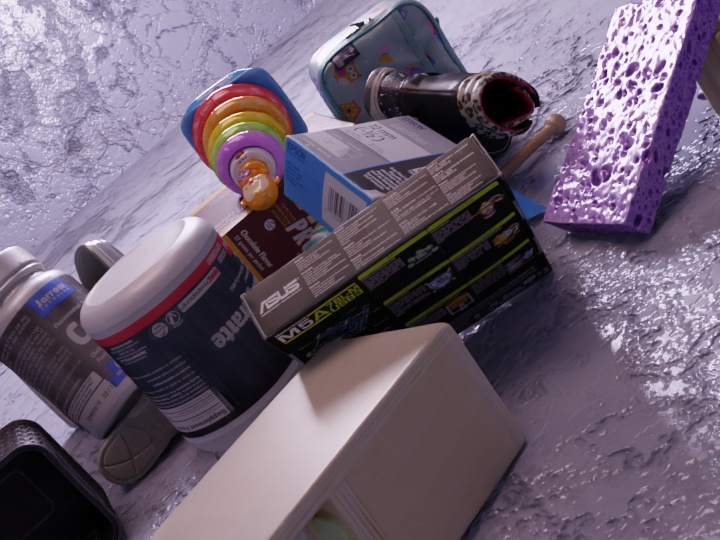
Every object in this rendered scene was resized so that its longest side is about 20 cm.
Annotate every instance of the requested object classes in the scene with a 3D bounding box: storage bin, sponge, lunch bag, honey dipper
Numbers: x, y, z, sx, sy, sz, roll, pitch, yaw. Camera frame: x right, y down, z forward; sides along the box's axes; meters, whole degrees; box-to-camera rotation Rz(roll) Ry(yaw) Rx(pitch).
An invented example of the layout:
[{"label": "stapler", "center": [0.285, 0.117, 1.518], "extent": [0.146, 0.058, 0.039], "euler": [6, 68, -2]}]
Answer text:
[{"label": "storage bin", "center": [-0.338, 0.253, 0.977], "extent": [0.200, 0.135, 0.094], "euler": [-43, 20, -13]}, {"label": "sponge", "center": [0.218, -0.127, 0.854], "extent": [0.112, 0.030, 0.201], "euler": [10, 80, 67]}, {"label": "lunch bag", "center": [0.048, -0.205, 1.212], "extent": [0.160, 0.200, 0.077], "euler": [-36, 21, 1]}, {"label": "honey dipper", "center": [0.139, -0.091, 1.053], "extent": [0.200, 0.038, 0.038], "euler": [-41, 19, -20]}]

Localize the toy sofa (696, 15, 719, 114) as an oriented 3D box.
[{"label": "toy sofa", "center": [0.356, -0.221, 0.873], "extent": [0.200, 0.083, 0.098], "euler": [-39, 20, -2]}]

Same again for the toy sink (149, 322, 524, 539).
[{"label": "toy sink", "center": [-0.009, 0.143, 0.675], "extent": [0.130, 0.112, 0.200], "euler": [-15, 25, 49]}]

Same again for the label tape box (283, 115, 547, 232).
[{"label": "label tape box", "center": [0.052, -0.084, 0.946], "extent": [0.200, 0.066, 0.143], "euler": [-16, 35, -29]}]

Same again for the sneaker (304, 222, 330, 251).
[{"label": "sneaker", "center": [0.000, 0.000, 0.967], "extent": [0.080, 0.077, 0.200], "euler": [-57, 26, 8]}]

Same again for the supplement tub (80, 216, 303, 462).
[{"label": "supplement tub", "center": [-0.132, 0.066, 0.928], "extent": [0.140, 0.200, 0.140], "euler": [-34, 20, 14]}]

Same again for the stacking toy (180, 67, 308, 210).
[{"label": "stacking toy", "center": [-0.112, -0.114, 1.072], "extent": [0.116, 0.110, 0.200], "euler": [-34, 31, 9]}]

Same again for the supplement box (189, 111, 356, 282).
[{"label": "supplement box", "center": [-0.067, -0.061, 1.198], "extent": [0.197, 0.133, 0.200], "euler": [-41, 19, -5]}]

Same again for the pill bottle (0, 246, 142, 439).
[{"label": "pill bottle", "center": [-0.309, 0.072, 1.100], "extent": [0.114, 0.200, 0.114], "euler": [-52, -4, -5]}]

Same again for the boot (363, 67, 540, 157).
[{"label": "boot", "center": [0.121, -0.149, 1.051], "extent": [0.154, 0.203, 0.074], "euler": [11, 88, 47]}]

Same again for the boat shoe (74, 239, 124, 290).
[{"label": "boat shoe", "center": [-0.230, 0.038, 1.174], "extent": [0.074, 0.202, 0.065], "euler": [-42, 9, 46]}]

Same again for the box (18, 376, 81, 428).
[{"label": "box", "center": [-0.320, 0.113, 1.272], "extent": [0.109, 0.128, 0.200], "euler": [-50, 22, -28]}]

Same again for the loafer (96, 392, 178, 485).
[{"label": "loafer", "center": [-0.196, 0.134, 1.101], "extent": [0.200, 0.072, 0.063], "euler": [-45, 12, -10]}]

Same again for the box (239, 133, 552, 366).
[{"label": "box", "center": [0.036, 0.009, 0.798], "extent": [0.200, 0.193, 0.048], "euler": [-35, 60, 6]}]
